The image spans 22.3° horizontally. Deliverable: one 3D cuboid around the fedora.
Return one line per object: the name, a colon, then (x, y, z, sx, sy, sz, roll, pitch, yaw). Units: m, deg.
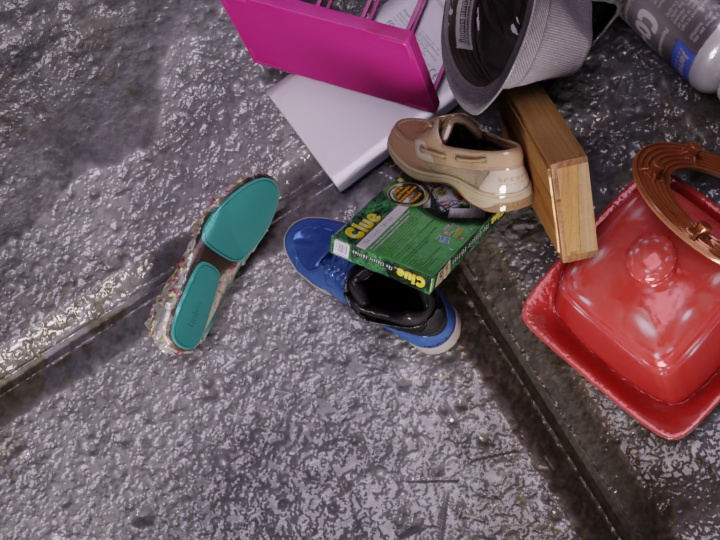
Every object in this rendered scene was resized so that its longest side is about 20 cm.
fedora: (0.147, -0.222, 1.621, 0.200, 0.090, 0.177, -125, 50, -60)

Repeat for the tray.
tray: (0.164, -0.099, 1.630, 0.037, 0.099, 0.200, -13, 31, -3)

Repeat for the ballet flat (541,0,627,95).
ballet flat: (0.198, -0.217, 1.687, 0.066, 0.200, 0.057, 13, 49, -21)

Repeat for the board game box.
board game box: (0.066, -0.052, 1.674, 0.105, 0.024, 0.200, 25, 40, 19)

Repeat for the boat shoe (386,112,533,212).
boat shoe: (0.091, -0.114, 1.669, 0.071, 0.065, 0.200, -21, 29, -27)

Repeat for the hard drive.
hard drive: (0.024, -0.186, 1.792, 0.200, 0.025, 0.132, -37, 67, 0)

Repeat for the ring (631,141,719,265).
ring: (0.328, -0.053, 1.591, 0.200, 0.200, 0.019, 45, 123, 23)

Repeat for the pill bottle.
pill bottle: (0.319, -0.237, 1.685, 0.114, 0.114, 0.200, -40, 66, -1)

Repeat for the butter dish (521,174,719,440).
butter dish: (0.261, 0.010, 1.599, 0.200, 0.148, 0.200, 41, 85, 23)

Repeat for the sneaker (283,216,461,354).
sneaker: (0.001, -0.001, 1.689, 0.200, 0.111, 0.077, 37, 84, 23)

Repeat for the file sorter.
file sorter: (-0.008, -0.259, 1.739, 0.199, 0.139, 0.126, 18, 73, 19)

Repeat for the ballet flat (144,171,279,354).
ballet flat: (-0.151, -0.012, 1.759, 0.064, 0.076, 0.200, 10, 65, 52)
